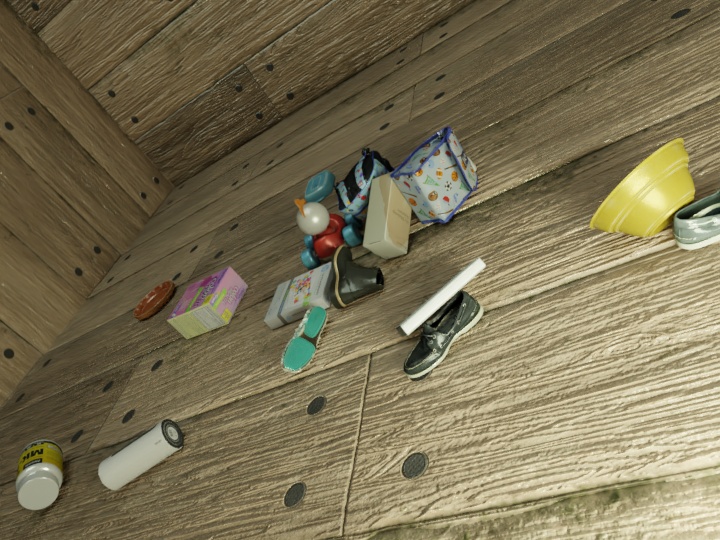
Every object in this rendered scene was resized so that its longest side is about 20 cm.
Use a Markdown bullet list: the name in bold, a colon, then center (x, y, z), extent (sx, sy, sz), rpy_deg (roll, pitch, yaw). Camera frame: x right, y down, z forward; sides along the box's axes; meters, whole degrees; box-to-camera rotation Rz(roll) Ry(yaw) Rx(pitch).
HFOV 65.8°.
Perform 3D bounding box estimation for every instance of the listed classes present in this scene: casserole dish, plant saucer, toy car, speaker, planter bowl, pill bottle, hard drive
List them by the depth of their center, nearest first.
- **planter bowl**: center (0.493, -0.116, 0.938), extent (0.200, 0.200, 0.084), rpy_deg (-38, 67, -1)
- **hard drive**: center (0.157, 0.057, 1.113), extent (0.200, 0.026, 0.132), rpy_deg (-40, -7, -5)
- **speaker**: center (-0.530, 0.446, 1.347), extent (0.200, 0.081, 0.081), rpy_deg (-34, 28, 8)
- **pill bottle**: center (-0.895, 0.569, 1.556), extent (0.114, 0.114, 0.200), rpy_deg (-44, 28, -12)
- **toy car**: center (-0.122, -0.142, 1.623), extent (0.184, 0.200, 0.177), rpy_deg (-27, 29, 19)
- **casserole dish**: center (-0.159, -0.318, 2.112), extent (0.121, 0.039, 0.200), rpy_deg (-28, 30, 20)
- **plant saucer**: center (-0.825, 0.121, 2.240), extent (0.200, 0.032, 0.201), rpy_deg (-28, 28, 17)

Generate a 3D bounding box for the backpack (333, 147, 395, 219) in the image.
- **backpack**: center (0.018, -0.228, 1.577), extent (0.183, 0.134, 0.200), rpy_deg (-47, 21, 21)

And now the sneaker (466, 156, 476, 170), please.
- **sneaker**: center (0.249, -0.321, 1.577), extent (0.075, 0.089, 0.200), rpy_deg (-43, 28, -8)

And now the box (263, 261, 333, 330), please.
- **box**: center (-0.159, 0.068, 1.522), extent (0.200, 0.041, 0.156), rpy_deg (-21, 32, 27)

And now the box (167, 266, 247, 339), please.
- **box**: center (-0.492, 0.106, 1.798), extent (0.200, 0.097, 0.176), rpy_deg (-20, 32, 29)

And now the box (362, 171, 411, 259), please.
- **box**: center (0.073, -0.140, 1.433), extent (0.078, 0.095, 0.201), rpy_deg (-15, 59, 41)

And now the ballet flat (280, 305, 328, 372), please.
- **ballet flat**: center (-0.133, 0.172, 1.326), extent (0.072, 0.072, 0.200), rpy_deg (-13, 34, 39)

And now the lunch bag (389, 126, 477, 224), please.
- **lunch bag**: center (0.206, -0.245, 1.423), extent (0.200, 0.170, 0.124), rpy_deg (-47, 27, -22)

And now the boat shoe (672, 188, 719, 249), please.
- **boat shoe**: center (0.591, -0.106, 0.874), extent (0.200, 0.062, 0.073), rpy_deg (-30, 28, 15)

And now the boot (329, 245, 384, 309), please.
- **boot**: center (0.000, 0.000, 1.416), extent (0.138, 0.077, 0.200), rpy_deg (-21, 45, 21)

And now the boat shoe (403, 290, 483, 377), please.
- **boat shoe**: center (0.147, 0.116, 1.059), extent (0.199, 0.066, 0.074), rpy_deg (-41, 29, -5)
